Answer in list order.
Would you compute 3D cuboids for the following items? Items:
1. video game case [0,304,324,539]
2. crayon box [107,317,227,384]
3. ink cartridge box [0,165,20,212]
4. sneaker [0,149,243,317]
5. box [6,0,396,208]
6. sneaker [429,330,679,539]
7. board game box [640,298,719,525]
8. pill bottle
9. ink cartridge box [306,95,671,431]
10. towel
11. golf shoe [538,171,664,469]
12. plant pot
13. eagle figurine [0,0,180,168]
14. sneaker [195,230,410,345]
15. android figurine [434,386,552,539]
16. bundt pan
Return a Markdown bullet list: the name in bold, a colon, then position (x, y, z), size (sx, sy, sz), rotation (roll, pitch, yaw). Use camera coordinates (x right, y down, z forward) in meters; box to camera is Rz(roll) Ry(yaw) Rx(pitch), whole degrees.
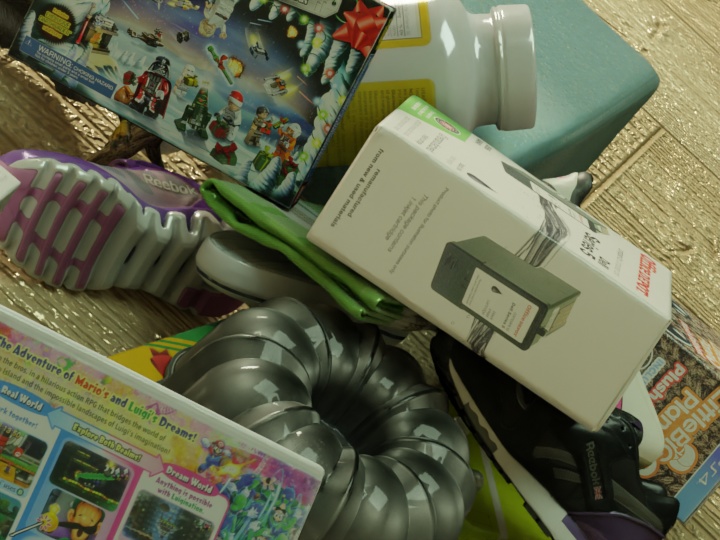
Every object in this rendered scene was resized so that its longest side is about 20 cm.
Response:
- **video game case**: position (-0.137, 0.139, 0.988), size (0.199, 0.024, 0.183), rotation (28, 75, -18)
- **crayon box**: position (-0.107, 0.106, 1.140), size (0.127, 0.051, 0.200), rotation (50, 33, 15)
- **ink cartridge box**: position (-0.301, -0.069, 1.097), size (0.200, 0.068, 0.115), rotation (39, 29, -2)
- **sneaker**: position (-0.152, -0.036, 1.253), size (0.199, 0.081, 0.089), rotation (19, 30, -39)
- **box**: position (-0.096, -0.145, 1.220), size (0.199, 0.137, 0.040), rotation (28, 9, 2)
- **sneaker**: position (0.121, 0.097, 1.222), size (0.200, 0.087, 0.076), rotation (53, 2, -23)
- **board game box**: position (0.178, 0.059, 1.414), size (0.200, 0.097, 0.159), rotation (38, 12, -3)
- **pill bottle**: position (0.011, -0.125, 1.299), size (0.199, 0.112, 0.112), rotation (-3, 40, 0)
- **ink cartridge box**: position (0.082, -0.008, 1.184), size (0.200, 0.084, 0.146), rotation (34, 15, 1)
- **towel**: position (0.000, 0.000, 1.246), size (0.149, 0.031, 0.200), rotation (34, 11, 28)
- **golf shoe**: position (0.154, 0.034, 1.292), size (0.201, 0.092, 0.073), rotation (61, 11, -8)
- **plant pot**: position (0.056, -0.106, 1.457), size (0.196, 0.197, 0.200), rotation (44, 46, 6)
- **eagle figurine**: position (-0.171, -0.169, 1.318), size (0.151, 0.151, 0.201), rotation (-16, 68, -41)
- **sneaker**: position (-0.037, 0.030, 1.260), size (0.073, 0.071, 0.200), rotation (37, 11, 39)
- **android figurine**: position (0.097, 0.142, 1.323), size (0.199, 0.041, 0.183), rotation (24, 35, -28)
- **bundt pan**: position (-0.016, 0.095, 1.131), size (0.201, 0.076, 0.202), rotation (29, 33, -21)
